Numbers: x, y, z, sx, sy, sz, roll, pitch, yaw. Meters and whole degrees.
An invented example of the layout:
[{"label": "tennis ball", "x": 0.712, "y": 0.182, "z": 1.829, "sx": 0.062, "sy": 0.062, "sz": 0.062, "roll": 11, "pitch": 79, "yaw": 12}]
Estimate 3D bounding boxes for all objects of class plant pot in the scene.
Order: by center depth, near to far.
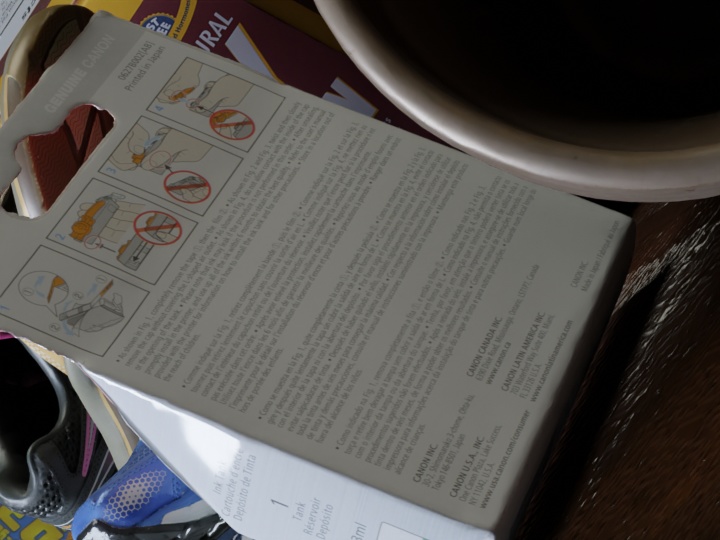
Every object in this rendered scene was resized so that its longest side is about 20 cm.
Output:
[{"label": "plant pot", "x": 0.092, "y": -0.113, "z": 0.703, "sx": 0.201, "sy": 0.200, "sz": 0.175, "roll": -52, "pitch": -13, "yaw": 5}]

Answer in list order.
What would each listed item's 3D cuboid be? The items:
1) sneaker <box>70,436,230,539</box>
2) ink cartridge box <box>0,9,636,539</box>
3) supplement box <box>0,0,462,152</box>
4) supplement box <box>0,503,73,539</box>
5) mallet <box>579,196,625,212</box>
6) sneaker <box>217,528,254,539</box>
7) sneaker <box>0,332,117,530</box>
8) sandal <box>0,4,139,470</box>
[{"label": "sneaker", "x": -0.050, "y": 0.025, "z": 0.789, "sx": 0.079, "sy": 0.089, "sz": 0.200, "roll": -43, "pitch": 10, "yaw": 41}, {"label": "ink cartridge box", "x": -0.028, "y": 0.008, "z": 0.735, "sx": 0.161, "sy": 0.199, "sz": 0.050, "roll": -59, "pitch": -15, "yaw": -48}, {"label": "supplement box", "x": -0.063, "y": -0.093, "z": 0.989, "sx": 0.133, "sy": 0.196, "sz": 0.201, "roll": -51, "pitch": 29, "yaw": 23}, {"label": "supplement box", "x": -0.154, "y": 0.170, "z": 1.097, "sx": 0.069, "sy": 0.066, "sz": 0.200, "roll": -39, "pitch": -22, "yaw": -24}, {"label": "mallet", "x": 0.076, "y": -0.029, "z": 0.970, "sx": 0.066, "sy": 0.041, "sz": 0.200, "roll": -53, "pitch": 1, "yaw": 3}, {"label": "sneaker", "x": -0.056, "y": 0.116, "z": 0.887, "sx": 0.146, "sy": 0.081, "sz": 0.200, "roll": -46, "pitch": 13, "yaw": 11}, {"label": "sneaker", "x": -0.135, "y": 0.018, "z": 0.970, "sx": 0.080, "sy": 0.201, "sz": 0.086, "roll": -41, "pitch": -32, "yaw": 26}, {"label": "sandal", "x": -0.101, "y": -0.001, "z": 0.836, "sx": 0.081, "sy": 0.054, "sz": 0.201, "roll": -66, "pitch": -26, "yaw": -43}]
